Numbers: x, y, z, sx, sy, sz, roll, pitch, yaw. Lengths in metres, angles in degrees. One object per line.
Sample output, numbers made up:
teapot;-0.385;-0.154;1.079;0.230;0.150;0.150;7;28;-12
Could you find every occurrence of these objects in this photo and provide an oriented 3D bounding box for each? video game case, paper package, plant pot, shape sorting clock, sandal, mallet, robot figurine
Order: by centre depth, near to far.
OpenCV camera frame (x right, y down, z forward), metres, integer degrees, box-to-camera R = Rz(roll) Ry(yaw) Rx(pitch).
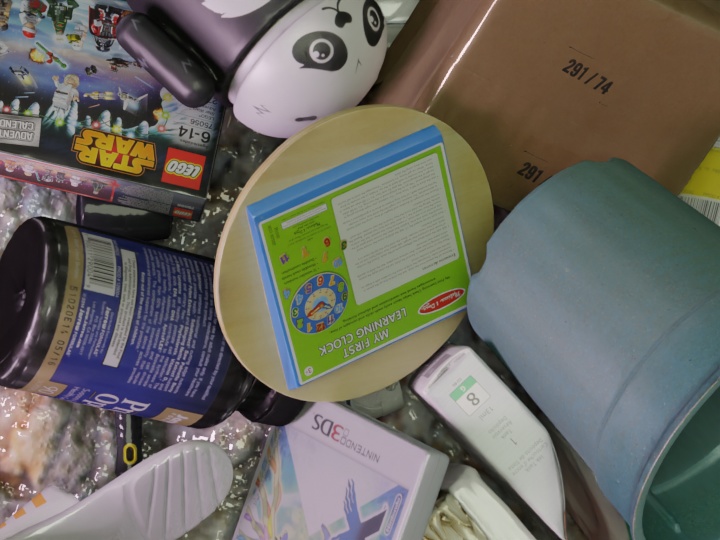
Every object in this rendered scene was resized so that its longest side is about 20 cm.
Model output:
plant pot;0.182;0.044;1.475;0.200;0.200;0.196;-39;56;-10
shape sorting clock;-0.003;-0.010;1.497;0.200;0.039;0.200;-11;113;-27
video game case;-0.030;0.186;1.511;0.022;0.182;0.200;18;92;-33
robot figurine;-0.073;-0.179;1.543;0.150;0.125;0.200;-45;78;10
paper package;0.132;-0.130;1.550;0.200;0.103;0.191;20;120;-25
sandal;-0.177;0.169;1.562;0.207;0.059;0.079;-31;121;0
mallet;-0.148;0.037;1.597;0.066;0.041;0.200;-8;90;-11

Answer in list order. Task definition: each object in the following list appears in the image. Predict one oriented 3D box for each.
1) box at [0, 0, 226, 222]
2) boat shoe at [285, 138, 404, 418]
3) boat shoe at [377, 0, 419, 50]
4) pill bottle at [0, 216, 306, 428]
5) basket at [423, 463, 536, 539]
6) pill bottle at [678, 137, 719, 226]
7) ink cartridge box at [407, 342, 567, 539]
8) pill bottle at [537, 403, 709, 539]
box;-0.189;-0.120;1.583;0.200;0.040;0.137;13;64;-7
boat shoe;0.001;0.001;1.600;0.086;0.075;0.202;-9;88;-9
boat shoe;0.058;-0.144;1.629;0.200;0.072;0.066;5;81;-15
pill bottle;-0.132;0.040;1.525;0.200;0.112;0.112;15;82;-25
basket;0.083;0.240;1.557;0.123;0.136;0.200;-40;91;-6
pill bottle;0.262;-0.088;1.627;0.112;0.112;0.200;17;82;-6
ink cartridge box;0.116;0.133;1.557;0.200;0.161;0.050;45;87;-1
pill bottle;0.229;0.103;1.601;0.200;0.113;0.113;-26;88;-10
